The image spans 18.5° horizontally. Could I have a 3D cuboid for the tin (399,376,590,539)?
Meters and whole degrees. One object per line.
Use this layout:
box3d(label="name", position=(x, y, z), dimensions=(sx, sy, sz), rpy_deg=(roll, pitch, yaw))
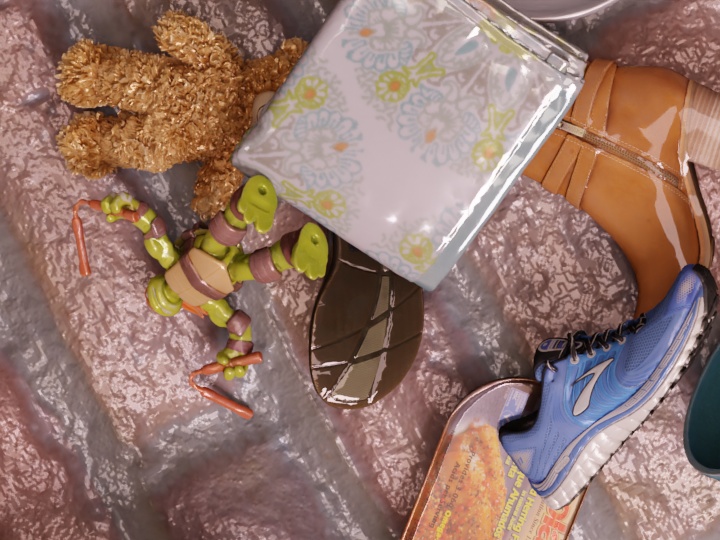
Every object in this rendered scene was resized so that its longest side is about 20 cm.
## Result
box3d(label="tin", position=(0.096, 0.172, 1.573), dimensions=(0.112, 0.042, 0.200), rpy_deg=(22, 94, 5))

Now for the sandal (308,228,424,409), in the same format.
box3d(label="sandal", position=(0.000, 0.000, 1.562), dimensions=(0.082, 0.055, 0.200), rpy_deg=(1, 78, -11))

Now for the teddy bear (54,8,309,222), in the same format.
box3d(label="teddy bear", position=(-0.119, -0.111, 1.552), dimensions=(0.200, 0.067, 0.145), rpy_deg=(17, 95, 1))

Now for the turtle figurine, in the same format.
box3d(label="turtle figurine", position=(-0.096, 0.004, 1.540), dimensions=(0.161, 0.064, 0.200), rpy_deg=(-27, 105, 39))

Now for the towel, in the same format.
box3d(label="towel", position=(0.035, -0.107, 1.493), dimensions=(0.171, 0.048, 0.200), rpy_deg=(34, 105, -8))

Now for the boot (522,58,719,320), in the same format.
box3d(label="boot", position=(0.177, -0.047, 1.543), dimensions=(0.155, 0.077, 0.200), rpy_deg=(18, 104, 8))

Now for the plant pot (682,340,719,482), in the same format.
box3d(label="plant pot", position=(0.354, 0.108, 1.490), dimensions=(0.188, 0.200, 0.200), rpy_deg=(38, 94, -15))

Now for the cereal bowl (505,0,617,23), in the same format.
box3d(label="cereal bowl", position=(0.125, -0.269, 1.527), dimensions=(0.200, 0.083, 0.201), rpy_deg=(0, 93, 1))

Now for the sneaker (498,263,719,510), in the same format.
box3d(label="sneaker", position=(0.164, 0.068, 1.495), dimensions=(0.089, 0.079, 0.200), rpy_deg=(41, 110, 7))
